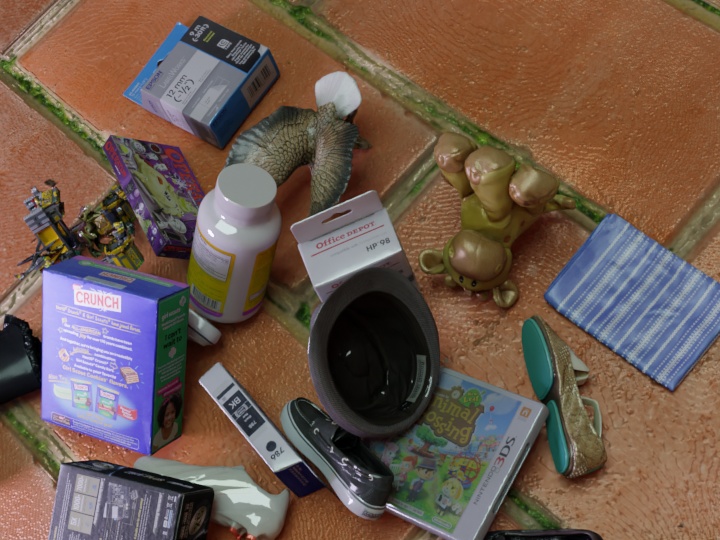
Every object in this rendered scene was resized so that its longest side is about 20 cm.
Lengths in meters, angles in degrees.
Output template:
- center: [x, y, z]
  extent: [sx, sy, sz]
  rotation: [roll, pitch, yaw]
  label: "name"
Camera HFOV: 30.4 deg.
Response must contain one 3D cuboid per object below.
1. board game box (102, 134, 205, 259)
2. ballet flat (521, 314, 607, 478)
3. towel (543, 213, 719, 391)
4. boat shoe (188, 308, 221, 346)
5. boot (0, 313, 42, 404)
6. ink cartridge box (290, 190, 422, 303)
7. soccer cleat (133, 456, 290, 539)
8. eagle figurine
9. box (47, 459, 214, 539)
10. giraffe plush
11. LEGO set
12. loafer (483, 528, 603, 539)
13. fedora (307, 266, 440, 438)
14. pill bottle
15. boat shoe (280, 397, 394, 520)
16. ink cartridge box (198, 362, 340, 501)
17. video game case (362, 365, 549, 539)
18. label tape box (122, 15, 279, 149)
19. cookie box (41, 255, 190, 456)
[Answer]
- center: [-0.254, -0.094, 1.752]
  extent: [0.032, 0.119, 0.201]
  rotation: [-47, 56, 25]
  label: "board game box"
- center: [0.237, 0.143, 1.528]
  extent: [0.064, 0.071, 0.203]
  rotation: [-2, 62, -17]
  label: "ballet flat"
- center: [0.332, 0.032, 1.573]
  extent: [0.199, 0.024, 0.145]
  rotation: [37, 78, 28]
  label: "towel"
- center: [-0.266, 0.062, 1.697]
  extent: [0.198, 0.072, 0.066]
  rotation: [25, 78, 25]
  label: "boat shoe"
- center: [-0.473, 0.166, 1.702]
  extent: [0.161, 0.074, 0.200]
  rotation: [-25, 59, -2]
  label: "boot"
- center: [0.000, 0.000, 1.579]
  extent: [0.114, 0.201, 0.067]
  rotation: [-23, 59, 3]
  label: "ink cartridge box"
- center: [-0.175, 0.258, 1.573]
  extent: [0.198, 0.070, 0.078]
  rotation: [22, 68, 17]
  label: "soccer cleat"
- center: [-0.063, -0.147, 1.706]
  extent: [0.151, 0.200, 0.152]
  rotation: [-30, 97, 35]
  label: "eagle figurine"
- center: [-0.269, 0.332, 1.508]
  extent: [0.161, 0.086, 0.203]
  rotation: [9, 88, 19]
  label: "box"
- center: [0.149, -0.051, 1.597]
  extent: [0.171, 0.199, 0.164]
  rotation: [26, 89, 31]
  label: "giraffe plush"
- center: [-0.367, -0.059, 1.725]
  extent: [0.152, 0.117, 0.201]
  rotation: [-25, 32, 10]
  label: "LEGO set"
- center: [0.169, 0.310, 1.449]
  extent: [0.197, 0.063, 0.073]
  rotation: [-10, 61, 10]
  label: "loafer"
- center: [0.001, 0.093, 1.529]
  extent: [0.177, 0.201, 0.090]
  rotation: [-46, 26, -22]
  label: "fedora"
- center: [-0.154, -0.035, 1.630]
  extent: [0.103, 0.201, 0.105]
  rotation: [9, 47, -10]
  label: "pill bottle"
- center: [-0.023, 0.202, 1.526]
  extent: [0.200, 0.068, 0.057]
  rotation: [45, 116, 42]
  label: "boat shoe"
- center: [-0.108, 0.200, 1.562]
  extent: [0.039, 0.100, 0.200]
  rotation: [-42, 59, -7]
  label: "ink cartridge box"
- center: [0.093, 0.204, 1.524]
  extent: [0.198, 0.022, 0.183]
  rotation: [18, 68, 38]
  label: "video game case"
- center: [-0.234, -0.278, 1.869]
  extent: [0.199, 0.066, 0.144]
  rotation: [29, 74, 25]
  label: "label tape box"
- center: [-0.300, 0.101, 1.617]
  extent: [0.169, 0.075, 0.203]
  rotation: [14, 111, 22]
  label: "cookie box"
